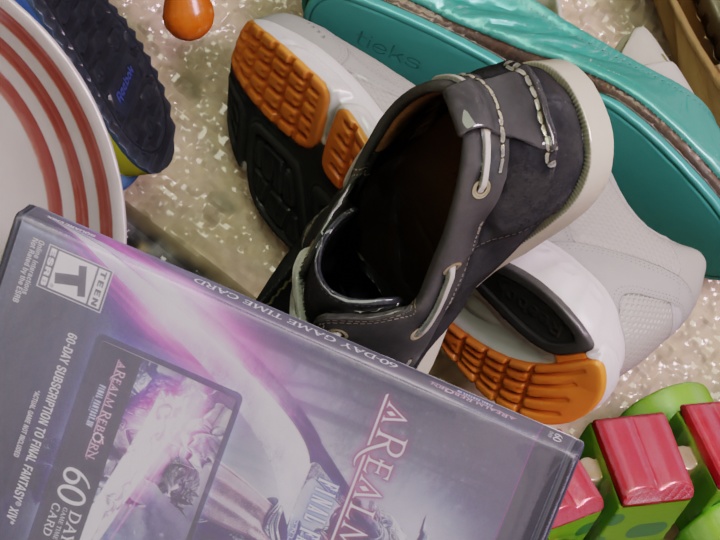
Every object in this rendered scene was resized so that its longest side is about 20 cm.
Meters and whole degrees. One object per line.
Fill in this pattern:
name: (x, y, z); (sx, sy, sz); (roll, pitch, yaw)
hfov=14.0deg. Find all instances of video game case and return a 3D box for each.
video game case: (-0.043, 0.081, 0.969); (0.199, 0.019, 0.143); (23, 109, 8)

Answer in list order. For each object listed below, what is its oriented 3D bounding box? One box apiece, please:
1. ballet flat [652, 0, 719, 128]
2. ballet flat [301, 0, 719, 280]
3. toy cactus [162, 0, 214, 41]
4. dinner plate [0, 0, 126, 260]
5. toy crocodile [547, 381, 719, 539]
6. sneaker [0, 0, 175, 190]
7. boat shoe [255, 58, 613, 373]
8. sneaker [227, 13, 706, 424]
ballet flat: (0.135, -0.131, 1.121); (0.068, 0.063, 0.201); (-17, 74, -17)
ballet flat: (0.075, -0.074, 1.089); (0.200, 0.067, 0.071); (31, 55, -1)
toy cactus: (-0.023, -0.166, 1.076); (0.103, 0.199, 0.165); (65, 27, -22)
dinner plate: (-0.177, -0.015, 0.997); (0.199, 0.024, 0.201); (0, 100, 2)
toy crocodile: (0.088, 0.076, 1.024); (0.199, 0.062, 0.068); (-11, 60, -25)
sneaker: (-0.140, -0.105, 1.011); (0.201, 0.078, 0.066); (63, 27, -24)
boat shoe: (0.000, 0.000, 0.979); (0.067, 0.200, 0.072); (-11, 63, -46)
sneaker: (0.037, -0.028, 1.054); (0.092, 0.076, 0.200); (-28, 61, -39)
